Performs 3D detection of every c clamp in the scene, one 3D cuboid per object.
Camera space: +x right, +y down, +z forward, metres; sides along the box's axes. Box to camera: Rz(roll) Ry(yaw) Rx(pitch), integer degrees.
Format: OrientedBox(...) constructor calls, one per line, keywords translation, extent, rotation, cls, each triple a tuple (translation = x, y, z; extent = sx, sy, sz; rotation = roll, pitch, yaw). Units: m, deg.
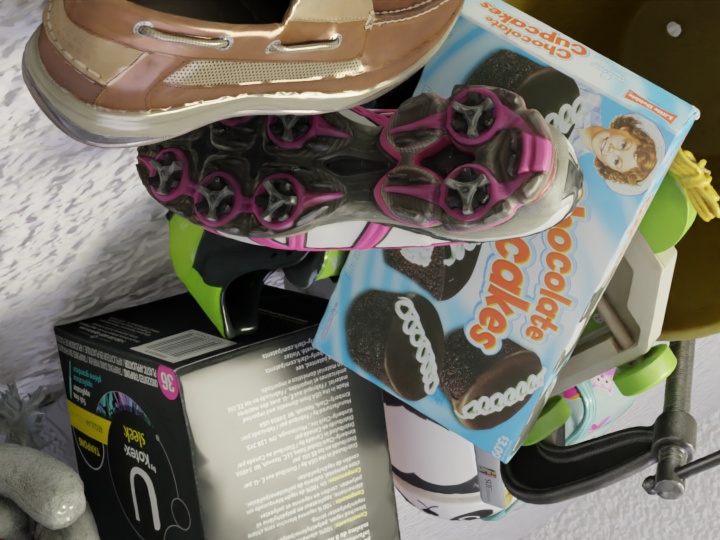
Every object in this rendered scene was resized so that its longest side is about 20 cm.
OrientedBox(translation=(0.148, 0.053, 0.852), extent=(0.171, 0.027, 0.200), rotation=(-29, -152, 28), cls="c clamp")

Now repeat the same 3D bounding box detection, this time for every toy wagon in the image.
OrientedBox(translation=(0.093, -0.006, 0.800), extent=(0.200, 0.155, 0.040), rotation=(-30, -173, 36), cls="toy wagon")

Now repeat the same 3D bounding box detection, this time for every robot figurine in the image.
OrientedBox(translation=(0.068, 0.092, 1.190), extent=(0.125, 0.150, 0.200), rotation=(-16, 130, -9), cls="robot figurine")

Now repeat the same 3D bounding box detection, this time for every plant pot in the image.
OrientedBox(translation=(0.161, -0.084, 0.835), extent=(0.200, 0.200, 0.142), rotation=(-42, 179, 38), cls="plant pot")

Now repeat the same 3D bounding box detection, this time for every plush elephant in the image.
OrientedBox(translation=(-0.232, 0.130, 0.858), extent=(0.155, 0.200, 0.165), rotation=(18, 134, -37), cls="plush elephant")

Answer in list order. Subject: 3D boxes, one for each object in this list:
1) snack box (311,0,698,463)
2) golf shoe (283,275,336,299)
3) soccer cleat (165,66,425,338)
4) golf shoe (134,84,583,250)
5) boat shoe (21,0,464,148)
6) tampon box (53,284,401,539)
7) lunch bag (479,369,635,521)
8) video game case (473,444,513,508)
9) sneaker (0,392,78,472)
OrientedBox(translation=(0.062, -0.017, 0.764), extent=(0.037, 0.116, 0.200), rotation=(-42, 159, -54), cls="snack box")
OrientedBox(translation=(0.000, 0.000, 0.945), extent=(0.075, 0.092, 0.200), rotation=(-25, 162, -8), cls="golf shoe")
OrientedBox(translation=(-0.018, -0.043, 0.797), extent=(0.067, 0.081, 0.200), rotation=(-8, 152, -52), cls="soccer cleat")
OrientedBox(translation=(-0.003, -0.039, 0.708), extent=(0.200, 0.073, 0.092), rotation=(7, 171, 24), cls="golf shoe")
OrientedBox(translation=(-0.030, -0.103, 0.618), extent=(0.200, 0.076, 0.072), rotation=(-24, 156, -36), cls="boat shoe")
OrientedBox(translation=(-0.071, 0.122, 0.911), extent=(0.126, 0.200, 0.150), rotation=(-15, -165, -33), cls="tampon box")
OrientedBox(translation=(0.115, 0.098, 1.316), extent=(0.077, 0.160, 0.200), rotation=(-21, 156, -42), cls="lunch bag")
OrientedBox(translation=(0.111, 0.023, 1.015), extent=(0.182, 0.023, 0.200), rotation=(78, 32, -57), cls="video game case")
OrientedBox(translation=(-0.139, 0.103, 1.055), extent=(0.200, 0.075, 0.115), rotation=(-23, 165, -4), cls="sneaker")
